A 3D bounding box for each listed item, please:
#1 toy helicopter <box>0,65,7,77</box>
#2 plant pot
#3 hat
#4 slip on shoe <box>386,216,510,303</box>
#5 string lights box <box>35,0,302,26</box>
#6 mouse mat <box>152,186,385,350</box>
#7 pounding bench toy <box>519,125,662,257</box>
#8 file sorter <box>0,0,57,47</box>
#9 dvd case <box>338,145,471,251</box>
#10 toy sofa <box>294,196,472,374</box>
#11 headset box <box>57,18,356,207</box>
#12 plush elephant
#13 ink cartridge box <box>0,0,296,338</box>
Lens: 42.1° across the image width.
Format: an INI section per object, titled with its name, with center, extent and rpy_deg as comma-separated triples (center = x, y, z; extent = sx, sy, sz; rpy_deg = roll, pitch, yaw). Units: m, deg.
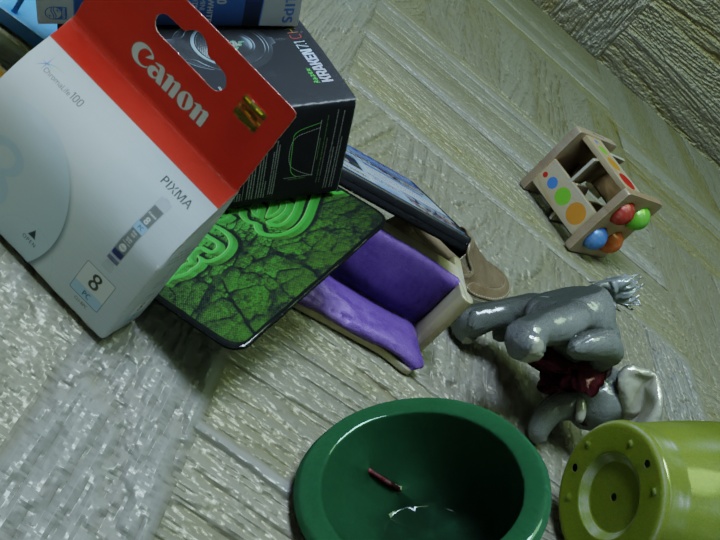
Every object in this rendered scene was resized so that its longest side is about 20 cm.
[toy helicopter]
center = -0.314, -0.188, 0.677
extent = 0.200, 0.079, 0.132
rpy_deg = 54, 19, -10
[plant pot]
center = 0.287, 0.214, 0.825
extent = 0.192, 0.201, 0.201
rpy_deg = 19, 36, -26
[hat]
center = 0.056, 0.209, 0.684
extent = 0.199, 0.177, 0.166
rpy_deg = -6, 39, -5
[slip on shoe]
center = 0.102, -0.016, 1.014
extent = 0.199, 0.061, 0.076
rpy_deg = 24, 33, -34
[string lights box]
center = -0.149, -0.244, 0.722
extent = 0.199, 0.059, 0.103
rpy_deg = -4, 56, -19
[mouse mat]
center = -0.092, -0.033, 0.711
extent = 0.160, 0.008, 0.200
rpy_deg = 31, 44, 17
[pounding bench toy]
center = 0.378, -0.107, 1.448
extent = 0.199, 0.124, 0.156
rpy_deg = 7, 45, -50
[file sorter]
center = -0.259, -0.280, 0.822
extent = 0.200, 0.123, 0.139
rpy_deg = 36, 29, -16
[dvd case]
center = 0.016, -0.085, 0.894
extent = 0.142, 0.018, 0.200
rpy_deg = 27, 12, -21
[toy sofa]
center = 0.000, 0.000, 0.828
extent = 0.199, 0.083, 0.098
rpy_deg = 31, 29, -24
[headset box]
center = -0.133, -0.135, 0.735
extent = 0.199, 0.093, 0.175
rpy_deg = -11, 48, -25
[plush elephant]
center = 0.206, 0.099, 0.925
extent = 0.199, 0.165, 0.156
rpy_deg = -14, 98, -24
[ink cartridge box]
center = -0.158, -0.079, 0.592
extent = 0.160, 0.200, 0.047
rpy_deg = 45, 28, 3
